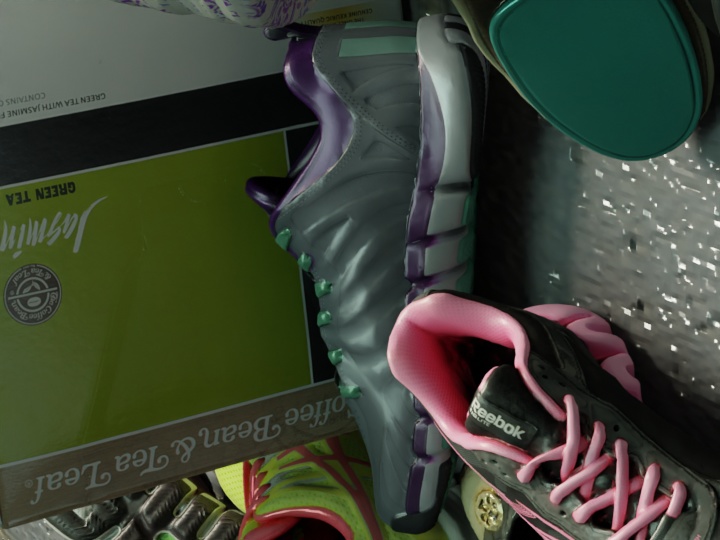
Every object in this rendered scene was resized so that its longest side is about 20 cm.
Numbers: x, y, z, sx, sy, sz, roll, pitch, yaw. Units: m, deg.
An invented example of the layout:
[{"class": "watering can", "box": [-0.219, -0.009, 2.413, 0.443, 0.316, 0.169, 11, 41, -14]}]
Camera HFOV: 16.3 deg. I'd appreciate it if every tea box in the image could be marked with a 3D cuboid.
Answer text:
[{"class": "tea box", "box": [-0.091, -0.026, 0.994, 0.133, 0.199, 0.198, 13, 112, 58]}]

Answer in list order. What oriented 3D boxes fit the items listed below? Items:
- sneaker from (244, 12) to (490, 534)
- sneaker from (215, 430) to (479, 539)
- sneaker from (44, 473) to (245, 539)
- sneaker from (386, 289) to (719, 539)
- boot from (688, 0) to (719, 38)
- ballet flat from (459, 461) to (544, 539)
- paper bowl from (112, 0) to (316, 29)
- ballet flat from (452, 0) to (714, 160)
[{"class": "sneaker", "box": [0.000, 0.000, 0.943, 0.074, 0.087, 0.201, -74, -13, -72]}, {"class": "sneaker", "box": [-0.021, 0.102, 1.038, 0.200, 0.090, 0.079, 24, 124, 57]}, {"class": "sneaker", "box": [-0.063, 0.135, 1.165, 0.200, 0.076, 0.116, 47, -176, 6]}, {"class": "sneaker", "box": [0.076, 0.067, 0.829, 0.079, 0.095, 0.200, -55, 44, 6]}, {"class": "boot", "box": [0.087, -0.161, 0.744, 0.157, 0.079, 0.213, 5, 98, 55]}, {"class": "ballet flat", "box": [0.090, 0.120, 0.880, 0.200, 0.056, 0.067, 44, 137, 45]}, {"class": "paper bowl", "box": [-0.054, -0.179, 0.754, 0.104, 0.201, 0.202, 12, 121, 12]}, {"class": "ballet flat", "box": [0.050, -0.108, 0.777, 0.200, 0.070, 0.069, 42, -179, -45]}]
